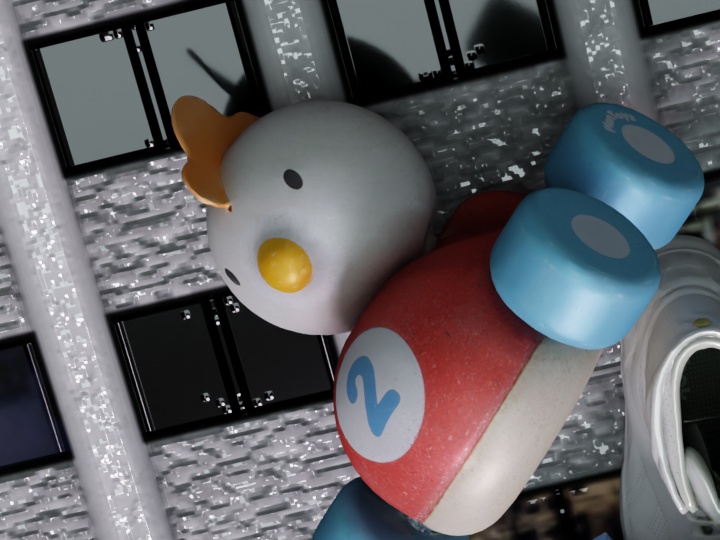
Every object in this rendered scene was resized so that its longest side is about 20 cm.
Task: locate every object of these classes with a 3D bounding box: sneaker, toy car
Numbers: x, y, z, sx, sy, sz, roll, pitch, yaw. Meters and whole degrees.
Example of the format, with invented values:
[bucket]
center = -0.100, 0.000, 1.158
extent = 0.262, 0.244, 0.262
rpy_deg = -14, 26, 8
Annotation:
[sneaker]
center = 0.146, 0.098, 1.130
extent = 0.073, 0.116, 0.201
rpy_deg = -12, 112, 3
[toy car]
center = 0.000, 0.000, 1.076
extent = 0.200, 0.177, 0.185
rpy_deg = 32, 120, 2

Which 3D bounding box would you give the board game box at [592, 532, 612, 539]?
[board game box]
center = 0.072, 0.224, 1.201
extent = 0.200, 0.037, 0.151
rpy_deg = -33, 107, 23
